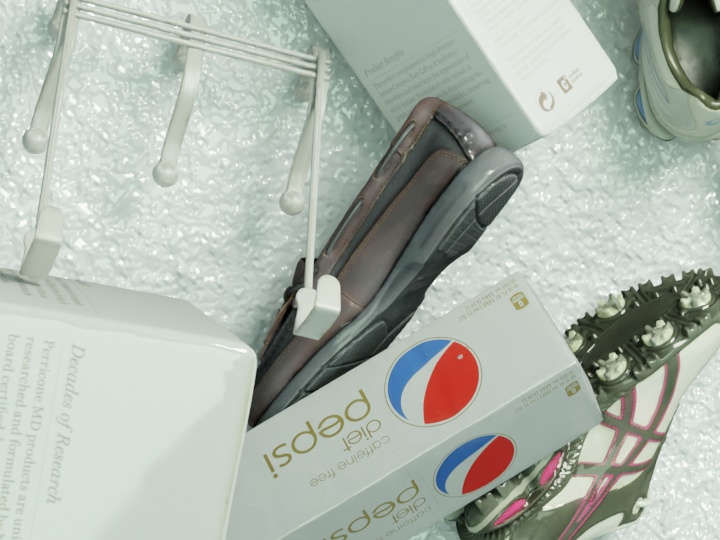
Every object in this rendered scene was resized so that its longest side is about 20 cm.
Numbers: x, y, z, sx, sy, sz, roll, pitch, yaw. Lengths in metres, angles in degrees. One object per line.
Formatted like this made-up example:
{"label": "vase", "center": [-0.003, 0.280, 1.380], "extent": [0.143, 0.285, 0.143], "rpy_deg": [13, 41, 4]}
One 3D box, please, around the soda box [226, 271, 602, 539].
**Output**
{"label": "soda box", "center": [0.017, 0.088, 1.167], "extent": [0.199, 0.064, 0.068], "rpy_deg": [-31, 52, 0]}

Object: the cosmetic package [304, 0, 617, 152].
{"label": "cosmetic package", "center": [0.029, -0.150, 1.179], "extent": [0.074, 0.102, 0.201], "rpy_deg": [-39, 99, -35]}

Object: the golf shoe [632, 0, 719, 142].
{"label": "golf shoe", "center": [0.172, -0.169, 1.220], "extent": [0.078, 0.097, 0.201], "rpy_deg": [-12, 90, -2]}

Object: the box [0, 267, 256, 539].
{"label": "box", "center": [-0.159, 0.105, 1.083], "extent": [0.170, 0.199, 0.201], "rpy_deg": [9, 93, -13]}

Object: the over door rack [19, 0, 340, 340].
{"label": "over door rack", "center": [-0.089, -0.048, 1.134], "extent": [0.147, 0.067, 0.201], "rpy_deg": [13, 42, -14]}

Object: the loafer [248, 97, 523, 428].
{"label": "loafer", "center": [0.000, 0.000, 1.178], "extent": [0.063, 0.072, 0.200], "rpy_deg": [47, 110, 17]}

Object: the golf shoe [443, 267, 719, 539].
{"label": "golf shoe", "center": [0.130, 0.081, 1.232], "extent": [0.200, 0.077, 0.088], "rpy_deg": [-42, 116, -7]}
